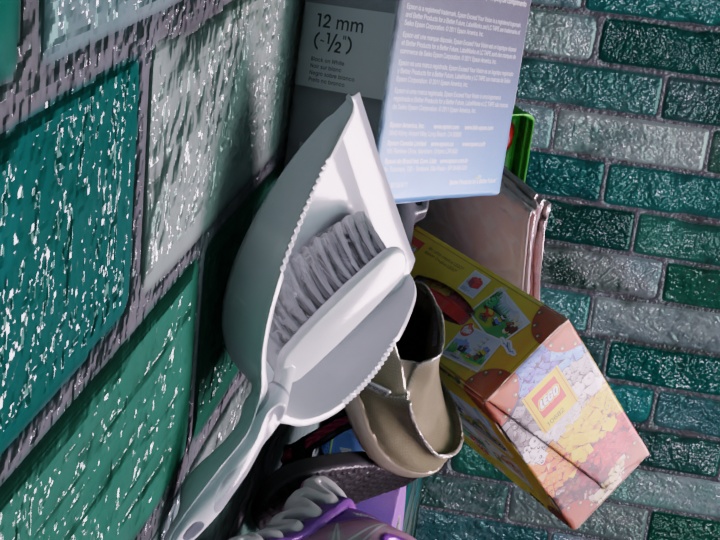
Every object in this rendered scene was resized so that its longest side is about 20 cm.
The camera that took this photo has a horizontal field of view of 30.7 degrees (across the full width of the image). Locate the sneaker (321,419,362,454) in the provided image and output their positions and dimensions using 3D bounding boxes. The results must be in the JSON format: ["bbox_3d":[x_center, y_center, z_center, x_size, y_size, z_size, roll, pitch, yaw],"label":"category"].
[{"bbox_3d":[0.013,0.093,1.033,0.105,0.075,0.202,-71,169,-55],"label":"sneaker"}]

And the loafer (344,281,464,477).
[{"bbox_3d":[0.020,0.050,0.743,0.200,0.068,0.076,54,28,-44],"label":"loafer"}]

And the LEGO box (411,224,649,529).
[{"bbox_3d":[0.087,0.067,0.918,0.077,0.200,0.149,-43,127,-9],"label":"LEGO box"}]

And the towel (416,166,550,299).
[{"bbox_3d":[0.076,-0.029,1.047,0.200,0.032,0.192,45,-32,38],"label":"towel"}]

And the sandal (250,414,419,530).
[{"bbox_3d":[-0.012,0.119,0.813,0.075,0.045,0.199,-40,162,23],"label":"sandal"}]

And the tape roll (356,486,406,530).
[{"bbox_3d":[-0.007,0.278,1.151,0.200,0.065,0.203,8,90,-83],"label":"tape roll"}]

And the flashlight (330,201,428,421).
[{"bbox_3d":[0.000,0.000,0.873,0.068,0.067,0.202,38,49,-44],"label":"flashlight"}]

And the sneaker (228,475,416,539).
[{"bbox_3d":[-0.025,0.169,0.643,0.200,0.088,0.081,-32,138,-62],"label":"sneaker"}]

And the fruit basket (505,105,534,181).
[{"bbox_3d":[0.204,-0.163,2.158,0.216,0.154,0.218,178,-90,-82],"label":"fruit basket"}]

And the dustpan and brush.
[{"bbox_3d":[-0.032,0.037,0.591,0.200,0.057,0.140,-47,144,-19],"label":"dustpan and brush"}]

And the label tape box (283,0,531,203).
[{"bbox_3d":[0.034,-0.142,0.718,0.143,0.066,0.202,-8,108,-56],"label":"label tape box"}]
